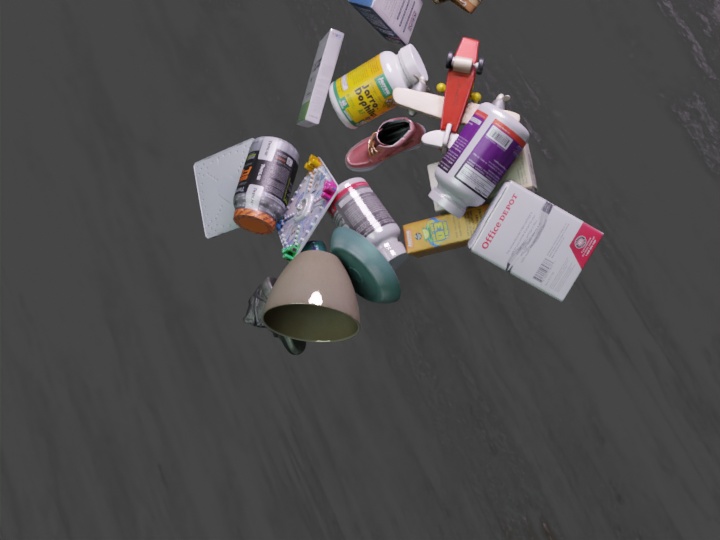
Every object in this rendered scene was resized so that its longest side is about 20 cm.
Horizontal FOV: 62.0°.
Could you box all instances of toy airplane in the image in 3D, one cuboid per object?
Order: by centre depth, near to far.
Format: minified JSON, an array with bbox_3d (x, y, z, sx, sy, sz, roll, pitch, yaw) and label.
[{"bbox_3d":[0.191,-0.329,1.201,0.198,0.141,0.201,-32,97,17],"label":"toy airplane"}]

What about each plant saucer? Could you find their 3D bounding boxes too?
[{"bbox_3d":[0.000,0.000,1.257,0.200,0.201,0.036,39,66,22],"label":"plant saucer"}]

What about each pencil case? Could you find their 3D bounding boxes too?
[{"bbox_3d":[-0.093,0.038,1.353,0.092,0.085,0.202,-24,78,22],"label":"pencil case"}]

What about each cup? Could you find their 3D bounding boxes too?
[{"bbox_3d":[-0.094,0.045,1.227,0.198,0.200,0.145,-10,59,25],"label":"cup"}]

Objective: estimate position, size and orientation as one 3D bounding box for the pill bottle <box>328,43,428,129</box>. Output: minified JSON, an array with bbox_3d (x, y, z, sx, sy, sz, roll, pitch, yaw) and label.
[{"bbox_3d":[0.040,-0.398,1.291,0.198,0.113,0.114,-23,78,23],"label":"pill bottle"}]

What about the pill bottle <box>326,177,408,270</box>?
[{"bbox_3d":[0.017,-0.092,1.290,0.111,0.110,0.201,-41,71,19],"label":"pill bottle"}]

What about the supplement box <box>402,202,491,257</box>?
[{"bbox_3d":[0.190,-0.081,1.230,0.198,0.069,0.067,-14,81,26],"label":"supplement box"}]

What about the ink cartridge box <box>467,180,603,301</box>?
[{"bbox_3d":[0.318,-0.058,1.115,0.199,0.083,0.146,29,102,-1],"label":"ink cartridge box"}]

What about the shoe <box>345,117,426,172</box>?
[{"bbox_3d":[0.040,-0.275,1.297,0.198,0.091,0.072,-17,80,25],"label":"shoe"}]

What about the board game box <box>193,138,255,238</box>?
[{"bbox_3d":[-0.320,-0.202,1.501,0.198,0.026,0.202,-16,81,25],"label":"board game box"}]

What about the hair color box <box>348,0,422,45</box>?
[{"bbox_3d":[0.056,-0.556,1.241,0.060,0.200,0.101,25,98,24],"label":"hair color box"}]

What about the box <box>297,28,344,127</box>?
[{"bbox_3d":[-0.093,-0.426,1.350,0.036,0.144,0.202,16,96,-16],"label":"box"}]

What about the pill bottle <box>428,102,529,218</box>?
[{"bbox_3d":[0.215,-0.201,1.117,0.112,0.112,0.201,41,104,22],"label":"pill bottle"}]

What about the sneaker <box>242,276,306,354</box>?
[{"bbox_3d":[-0.204,0.126,1.411,0.114,0.076,0.200,-39,69,21],"label":"sneaker"}]

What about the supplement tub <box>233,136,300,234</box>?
[{"bbox_3d":[-0.218,-0.193,1.373,0.121,0.123,0.202,2,67,26],"label":"supplement tub"}]

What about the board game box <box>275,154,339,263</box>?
[{"bbox_3d":[-0.132,-0.143,1.345,0.201,0.026,0.200,-55,30,16],"label":"board game box"}]

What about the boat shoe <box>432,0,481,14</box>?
[{"bbox_3d":[0.171,-0.602,1.258,0.199,0.075,0.074,35,106,24],"label":"boat shoe"}]

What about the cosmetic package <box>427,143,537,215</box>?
[{"bbox_3d":[0.244,-0.185,1.204,0.198,0.073,0.105,-14,82,24],"label":"cosmetic package"}]
